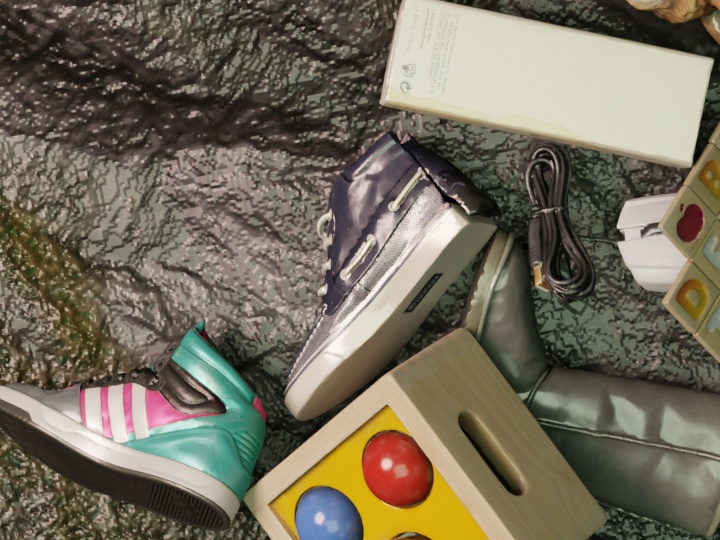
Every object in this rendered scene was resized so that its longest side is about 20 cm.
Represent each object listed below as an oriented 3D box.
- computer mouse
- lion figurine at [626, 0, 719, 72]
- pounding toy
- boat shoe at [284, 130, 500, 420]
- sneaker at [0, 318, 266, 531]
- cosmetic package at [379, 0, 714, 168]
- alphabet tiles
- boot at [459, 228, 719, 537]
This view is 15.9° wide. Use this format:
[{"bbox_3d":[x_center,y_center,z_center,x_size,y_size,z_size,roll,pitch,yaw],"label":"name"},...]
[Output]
[{"bbox_3d":[0.205,-0.023,1.673,0.198,0.044,0.110,6,56,-11],"label":"computer mouse"},{"bbox_3d":[0.257,-0.209,1.663,0.199,0.072,0.123,-28,90,-10],"label":"lion figurine"},{"bbox_3d":[0.051,0.167,1.624,0.184,0.142,0.200,-41,82,35],"label":"pounding toy"},{"bbox_3d":[0.000,0.000,1.697,0.200,0.075,0.093,-49,68,16],"label":"boat shoe"},{"bbox_3d":[-0.142,0.083,1.698,0.199,0.084,0.121,19,63,25],"label":"sneaker"},{"bbox_3d":[0.116,-0.121,1.650,0.199,0.104,0.074,13,93,-1],"label":"cosmetic package"},{"bbox_3d":[0.273,-0.008,1.658,0.200,0.006,0.167,43,71,-30],"label":"alphabet tiles"},{"bbox_3d":[0.159,0.076,1.699,0.199,0.073,0.183,13,113,5],"label":"boot"}]
